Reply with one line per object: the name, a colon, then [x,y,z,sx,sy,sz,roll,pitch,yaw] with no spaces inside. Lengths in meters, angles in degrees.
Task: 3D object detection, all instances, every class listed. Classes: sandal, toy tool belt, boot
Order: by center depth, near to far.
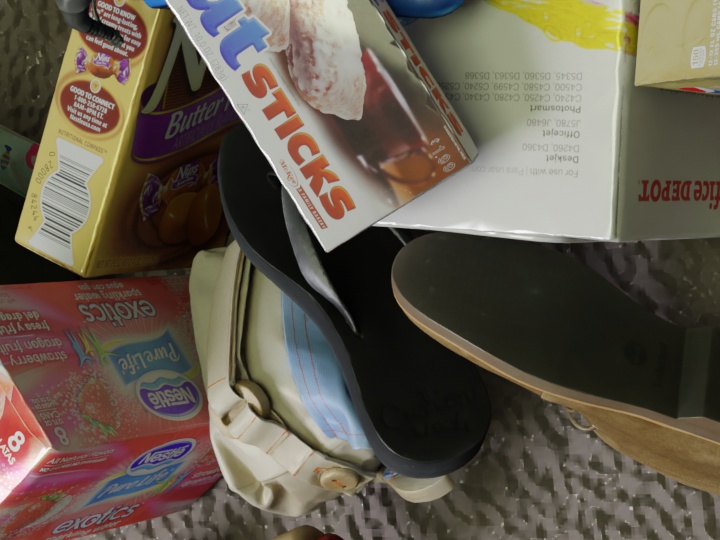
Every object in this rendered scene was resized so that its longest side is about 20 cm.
boot: [0.101,0.048,0.762,0.199,0.074,0.076,23,143,3]
sandal: [0.001,0.000,0.790,0.201,0.076,0.043,56,158,25]
toy tool belt: [-0.008,0.062,0.828,0.122,0.125,0.201,-26,60,23]

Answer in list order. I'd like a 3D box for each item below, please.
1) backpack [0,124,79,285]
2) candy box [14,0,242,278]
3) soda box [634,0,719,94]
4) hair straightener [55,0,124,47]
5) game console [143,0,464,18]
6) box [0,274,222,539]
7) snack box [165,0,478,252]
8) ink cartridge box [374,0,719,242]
backpack: [-0.269,-0.012,0.955,0.199,0.177,0.152,-21,56,38]
candy box: [-0.097,-0.100,0.881,0.056,0.116,0.201,23,104,27]
soda box: [0.151,-0.167,0.637,0.068,0.064,0.202,-172,86,-71]
hair straightener: [-0.102,-0.183,0.744,0.041,0.077,0.201,17,136,8]
game console: [-0.025,-0.209,0.727,0.117,0.171,0.202,3,96,-14]
box: [-0.139,0.070,0.865,0.103,0.200,0.095,-44,71,24]
snack box: [-0.036,-0.110,0.671,0.072,0.024,0.201,-30,96,19]
ink cartridge box: [0.083,-0.116,0.753,0.145,0.146,0.202,5,94,32]
